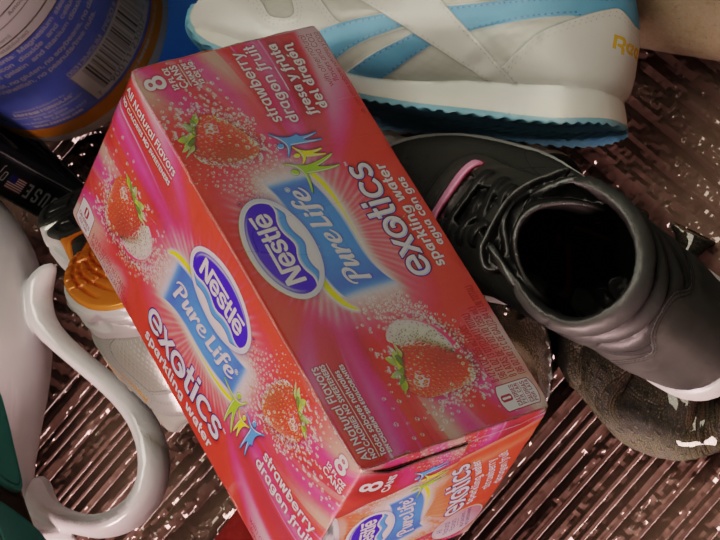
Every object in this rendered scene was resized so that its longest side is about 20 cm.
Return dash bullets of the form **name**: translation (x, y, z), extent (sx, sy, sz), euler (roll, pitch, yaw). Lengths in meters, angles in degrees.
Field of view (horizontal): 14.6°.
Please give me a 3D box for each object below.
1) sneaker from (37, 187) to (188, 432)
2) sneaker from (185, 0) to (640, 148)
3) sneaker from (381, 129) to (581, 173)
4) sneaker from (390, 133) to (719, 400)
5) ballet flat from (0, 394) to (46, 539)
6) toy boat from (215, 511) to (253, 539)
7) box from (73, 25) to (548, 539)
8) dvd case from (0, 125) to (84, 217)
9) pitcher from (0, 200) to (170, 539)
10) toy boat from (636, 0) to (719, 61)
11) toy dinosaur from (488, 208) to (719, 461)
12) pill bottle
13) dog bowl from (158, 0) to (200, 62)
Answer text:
- **sneaker**: translation (-0.098, 0.014, 1.289), extent (0.075, 0.092, 0.200), euler (-20, 20, 2)
- **sneaker**: translation (0.023, -0.105, 1.214), extent (0.199, 0.077, 0.081), euler (8, 84, 12)
- **sneaker**: translation (0.000, 0.000, 1.273), extent (0.200, 0.076, 0.115), euler (-44, 45, -1)
- **sneaker**: translation (0.065, -0.021, 1.140), extent (0.200, 0.099, 0.071), euler (31, 87, 36)
- **ballet flat**: translation (-0.169, 0.114, 1.200), extent (0.067, 0.068, 0.200), euler (-35, 45, 10)
- **toy boat**: translation (-0.054, 0.168, 1.175), extent (0.200, 0.131, 0.130), euler (-50, 55, 2)
- **box**: translation (-0.024, 0.014, 1.132), extent (0.201, 0.095, 0.100), euler (59, 146, 23)
- **dvd case**: translation (-0.225, -0.097, 1.383), extent (0.200, 0.150, 0.025), euler (41, 96, 36)
- **pitcher**: translation (-0.178, 0.048, 1.319), extent (0.171, 0.121, 0.201), euler (-21, 70, 18)
- **toy boat**: translation (0.175, -0.169, 1.222), extent (0.199, 0.131, 0.131), euler (14, 48, 33)
- **toy dinosaur**: translation (0.127, 0.035, 1.187), extent (0.199, 0.077, 0.103), euler (31, 99, 31)
- **pill bottle**: translation (-0.183, -0.146, 1.289), extent (0.111, 0.200, 0.113), euler (-12, 64, 26)
- **dog bowl**: translation (-0.096, -0.117, 1.380), extent (0.199, 0.050, 0.112), euler (27, 84, 34)
